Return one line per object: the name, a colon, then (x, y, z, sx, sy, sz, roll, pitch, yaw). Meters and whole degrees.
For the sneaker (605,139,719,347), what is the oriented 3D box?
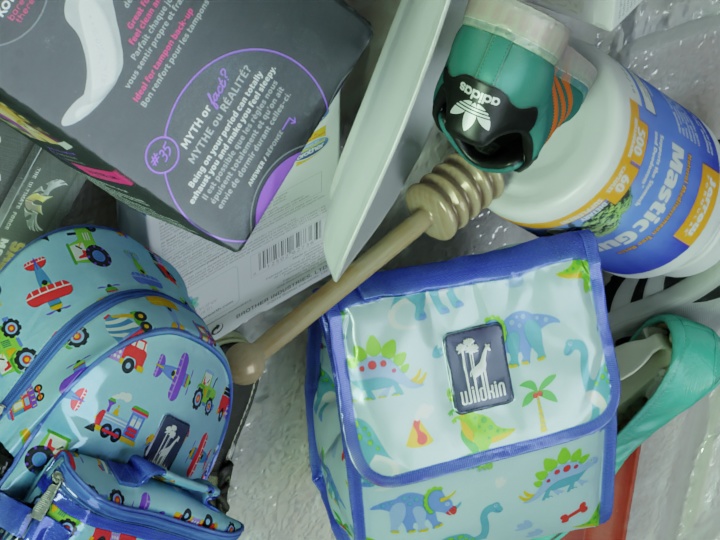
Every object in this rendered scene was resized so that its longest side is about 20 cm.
sneaker: (0.209, -0.014, 1.505, 0.200, 0.112, 0.073, -33, 139, 33)

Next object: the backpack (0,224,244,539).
backpack: (-0.135, 0.089, 1.086, 0.201, 0.134, 0.182, -55, 148, -2)

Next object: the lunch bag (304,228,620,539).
lunch bag: (0.058, 0.072, 1.331, 0.169, 0.128, 0.201, -13, 131, -13)

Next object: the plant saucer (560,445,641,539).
plant saucer: (0.110, 0.171, 1.579, 0.199, 0.037, 0.201, -26, 136, -32)

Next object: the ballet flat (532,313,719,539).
ballet flat: (0.147, 0.099, 1.473, 0.200, 0.067, 0.070, -45, 123, 13)

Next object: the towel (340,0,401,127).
towel: (-0.038, -0.165, 1.141, 0.199, 0.032, 0.192, 12, 109, -52)

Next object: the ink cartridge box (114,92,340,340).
ink cartridge box: (-0.067, -0.040, 1.169, 0.119, 0.042, 0.200, -30, 153, -20)

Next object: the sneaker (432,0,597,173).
sneaker: (0.073, -0.091, 1.190, 0.080, 0.071, 0.200, -65, 168, 1)

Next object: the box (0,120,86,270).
box: (-0.226, -0.004, 1.055, 0.158, 0.048, 0.201, 15, 108, -53)

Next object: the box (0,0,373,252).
box: (-0.115, -0.114, 0.974, 0.200, 0.106, 0.123, 36, 82, -33)

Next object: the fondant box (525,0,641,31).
fondant box: (0.164, -0.242, 1.230, 0.200, 0.058, 0.145, -45, 147, -40)

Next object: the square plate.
square plate: (0.035, -0.116, 1.186, 0.198, 0.028, 0.201, -56, 169, -64)

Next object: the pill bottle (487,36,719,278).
pill bottle: (0.153, -0.059, 1.369, 0.200, 0.112, 0.112, 23, 102, -52)

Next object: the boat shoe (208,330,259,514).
boat shoe: (-0.103, 0.132, 1.287, 0.072, 0.066, 0.202, 16, 108, -52)

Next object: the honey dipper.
honey dipper: (0.000, 0.000, 1.241, 0.200, 0.038, 0.038, -40, 143, -26)
